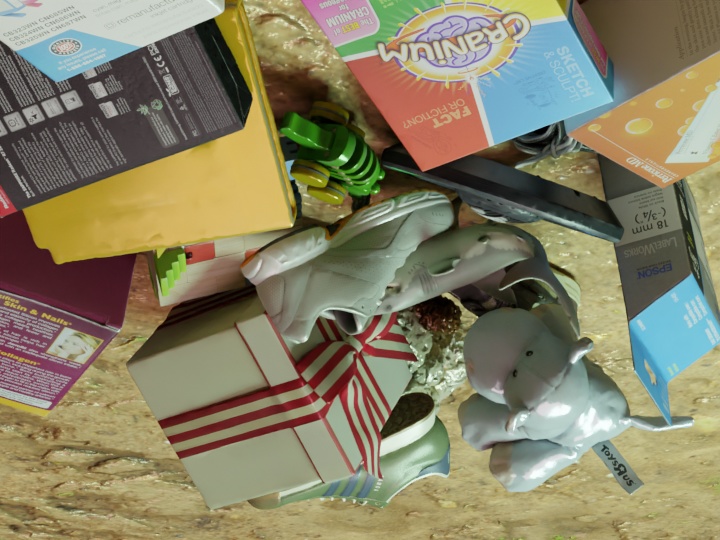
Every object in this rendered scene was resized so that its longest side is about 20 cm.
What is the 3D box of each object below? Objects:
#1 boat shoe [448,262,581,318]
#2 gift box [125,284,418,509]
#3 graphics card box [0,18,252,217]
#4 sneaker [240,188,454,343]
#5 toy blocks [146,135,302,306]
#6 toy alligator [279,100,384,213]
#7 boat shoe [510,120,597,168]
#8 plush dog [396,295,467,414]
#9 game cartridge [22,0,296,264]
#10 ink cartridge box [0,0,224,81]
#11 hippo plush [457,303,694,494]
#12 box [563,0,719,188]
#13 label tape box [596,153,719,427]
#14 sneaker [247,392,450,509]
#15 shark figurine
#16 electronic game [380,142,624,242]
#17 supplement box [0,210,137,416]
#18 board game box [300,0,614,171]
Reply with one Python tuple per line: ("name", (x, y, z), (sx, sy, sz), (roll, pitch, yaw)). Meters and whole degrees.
("boat shoe", (0.137, 0.023, 1.423), (0.199, 0.067, 0.071), (20, 145, -39))
("gift box", (-0.059, 0.093, 1.346), (0.185, 0.185, 0.201), (-20, 113, 31))
("graphics card box", (-0.186, -0.126, 1.026), (0.198, 0.051, 0.126), (-18, 118, 17))
("sneaker", (0.000, 0.000, 1.230), (0.198, 0.093, 0.076), (-22, 178, -29))
("toy blocks", (-0.108, -0.049, 1.231), (0.135, 0.101, 0.201), (-13, 146, -12))
("toy alligator", (-0.006, -0.079, 1.191), (0.054, 0.060, 0.200), (16, 169, 22))
("boat shoe", (0.138, -0.117, 1.148), (0.073, 0.069, 0.198), (-26, 146, 36))
("plush dog", (0.015, 0.091, 1.477), (0.197, 0.161, 0.173), (-7, 128, 1))
("game cartridge", (-0.160, -0.097, 1.090), (0.197, 0.033, 0.178), (-7, 121, 10))
("ink cartridge box", (-0.181, -0.219, 0.832), (0.127, 0.127, 0.200), (-17, 151, 24))
("hippo plush", (0.149, 0.117, 1.314), (0.160, 0.200, 0.160), (-51, 154, 7))
("box", (0.249, -0.156, 1.058), (0.124, 0.099, 0.199), (21, 144, -41))
("label tape box", (0.255, 0.008, 1.264), (0.063, 0.202, 0.144), (-15, 152, 18))
("sneaker", (-0.006, 0.193, 1.416), (0.198, 0.067, 0.090), (-24, 121, 7))
("shark figurine", (0.113, 0.002, 1.254), (0.213, 0.129, 0.090), (-4, 132, 50))
("electronic game", (0.110, -0.059, 1.188), (0.198, 0.042, 0.200), (19, -177, -1))
("supplement box", (-0.288, 0.029, 1.305), (0.130, 0.104, 0.200), (21, 145, -21))
("board game box", (0.059, -0.168, 0.999), (0.152, 0.041, 0.200), (-19, 131, 26))
